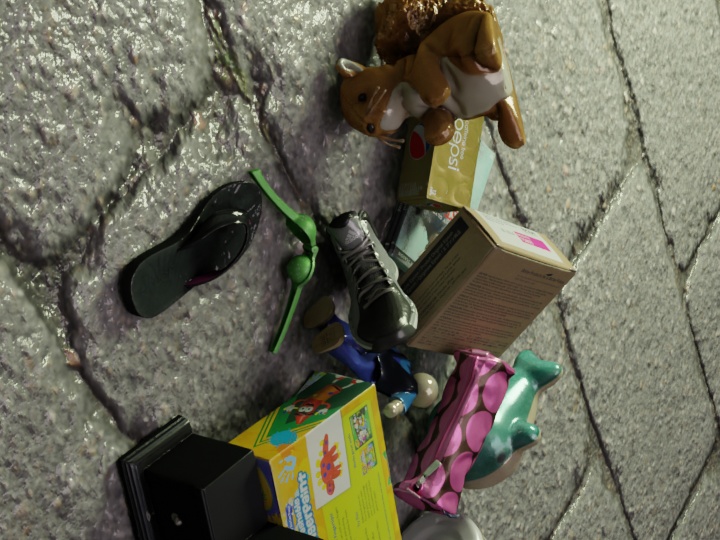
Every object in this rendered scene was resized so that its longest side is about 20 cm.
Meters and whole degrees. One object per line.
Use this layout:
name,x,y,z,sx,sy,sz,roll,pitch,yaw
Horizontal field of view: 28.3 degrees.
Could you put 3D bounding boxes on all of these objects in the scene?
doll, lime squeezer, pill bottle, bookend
doll,0.019,0.108,1.606,0.048,0.137,0.199,-38,135,18
lime squeezer,-0.074,-0.014,1.509,0.070,0.037,0.203,-27,119,-48
pill bottle,0.130,0.403,1.809,0.121,0.118,0.201,-60,139,-26
bookend,-0.116,0.266,1.376,0.092,0.198,0.201,-34,124,-45

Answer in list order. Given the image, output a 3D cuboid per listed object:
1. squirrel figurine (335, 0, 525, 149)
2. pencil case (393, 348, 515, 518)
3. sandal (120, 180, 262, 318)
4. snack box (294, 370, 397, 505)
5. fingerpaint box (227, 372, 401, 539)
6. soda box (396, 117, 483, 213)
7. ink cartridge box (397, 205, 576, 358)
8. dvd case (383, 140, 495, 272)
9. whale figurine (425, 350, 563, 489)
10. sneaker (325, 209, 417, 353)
squirrel figurine,0.067,-0.219,1.567,0.142,0.184,0.202,62,18,-48
pencil case,0.111,0.186,1.671,0.094,0.090,0.202,43,66,-56
sandal,-0.150,-0.017,1.394,0.200,0.047,0.076,-45,131,-39
snack box,-0.040,0.236,1.596,0.143,0.052,0.202,-50,133,-37
fingerpaint box,-0.047,0.236,1.486,0.166,0.073,0.203,-33,122,-41
soda box,0.099,-0.172,1.665,0.067,0.064,0.203,14,82,-33
ink cartridge box,0.142,0.021,1.710,0.165,0.075,0.199,-50,146,18
dvd case,0.098,-0.083,1.743,0.146,0.022,0.202,38,68,-50
whale figurine,0.162,0.172,1.779,0.200,0.159,0.104,-48,124,-12
sneaker,0.000,0.000,1.532,0.074,0.200,0.116,-25,116,2
